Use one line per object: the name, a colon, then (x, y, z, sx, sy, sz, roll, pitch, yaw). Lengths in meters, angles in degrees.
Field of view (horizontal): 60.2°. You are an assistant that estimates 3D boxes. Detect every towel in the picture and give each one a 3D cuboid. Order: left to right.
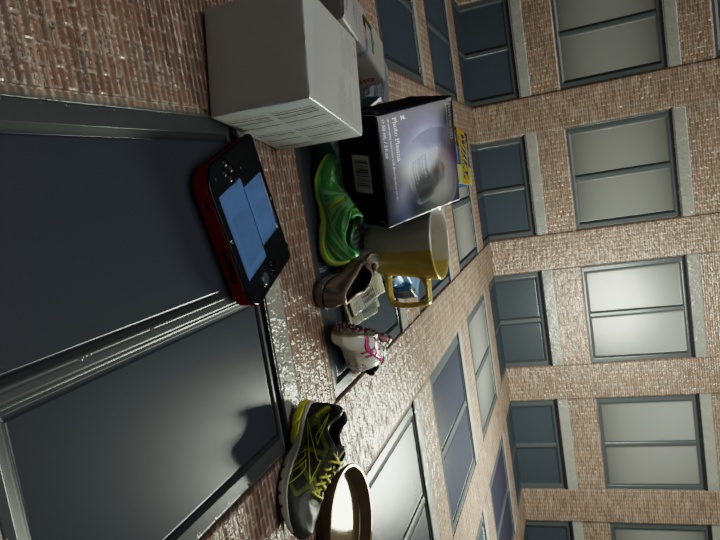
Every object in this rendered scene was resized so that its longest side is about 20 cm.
towel: (0.000, 0.000, 1.258, 0.192, 0.034, 0.204, -30, 113, -69)

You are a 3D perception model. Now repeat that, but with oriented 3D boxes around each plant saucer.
plant saucer: (-0.023, 0.437, 1.066, 0.200, 0.029, 0.204, -7, 90, -70)

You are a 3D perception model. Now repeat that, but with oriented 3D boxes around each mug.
mug: (0.087, -0.038, 1.250, 0.150, 0.151, 0.189, 59, 34, -49)

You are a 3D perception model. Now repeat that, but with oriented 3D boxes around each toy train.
toy train: (0.086, -0.012, 1.420, 0.200, 0.085, 0.116, 51, 42, -63)

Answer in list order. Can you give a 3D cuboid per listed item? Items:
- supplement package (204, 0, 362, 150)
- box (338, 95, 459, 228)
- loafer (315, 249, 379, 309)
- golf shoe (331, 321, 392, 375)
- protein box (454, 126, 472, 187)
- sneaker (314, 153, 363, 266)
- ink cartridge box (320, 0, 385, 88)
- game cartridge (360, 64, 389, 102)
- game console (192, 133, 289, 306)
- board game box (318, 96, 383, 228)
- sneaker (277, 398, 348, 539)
supplement package: (-0.103, -0.279, 0.891, 0.200, 0.148, 0.155, 6, 79, -70)
box: (0.075, -0.209, 1.156, 0.197, 0.122, 0.203, -24, 116, -35)
loafer: (-0.007, 0.019, 1.137, 0.200, 0.062, 0.073, -38, 125, -52)
golf shoe: (0.001, 0.149, 1.157, 0.200, 0.072, 0.094, 30, 75, -60)
protein box: (0.159, -0.264, 1.538, 0.198, 0.197, 0.137, -17, 99, -70)
sneaker: (-0.034, -0.111, 1.125, 0.074, 0.082, 0.204, 4, 80, -69)
ink cartridge box: (-0.056, -0.390, 1.061, 0.200, 0.143, 0.085, 33, 52, -65)
game cartridge: (0.034, -0.438, 1.489, 0.133, 0.040, 0.203, 48, 40, -53)
game console: (-0.155, -0.070, 0.858, 0.177, 0.031, 0.203, -60, 140, -58)
board game box: (0.019, -0.211, 1.219, 0.151, 0.047, 0.201, -46, 125, -24)
sneaker: (-0.065, 0.286, 0.915, 0.075, 0.083, 0.203, 50, 38, -55)
